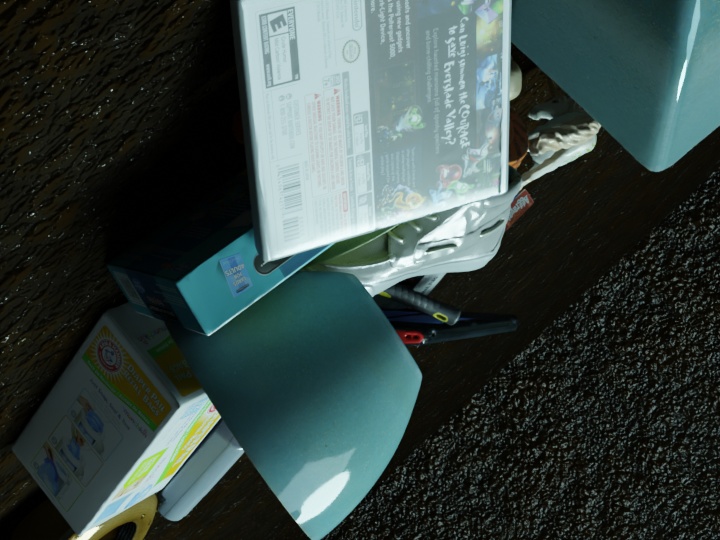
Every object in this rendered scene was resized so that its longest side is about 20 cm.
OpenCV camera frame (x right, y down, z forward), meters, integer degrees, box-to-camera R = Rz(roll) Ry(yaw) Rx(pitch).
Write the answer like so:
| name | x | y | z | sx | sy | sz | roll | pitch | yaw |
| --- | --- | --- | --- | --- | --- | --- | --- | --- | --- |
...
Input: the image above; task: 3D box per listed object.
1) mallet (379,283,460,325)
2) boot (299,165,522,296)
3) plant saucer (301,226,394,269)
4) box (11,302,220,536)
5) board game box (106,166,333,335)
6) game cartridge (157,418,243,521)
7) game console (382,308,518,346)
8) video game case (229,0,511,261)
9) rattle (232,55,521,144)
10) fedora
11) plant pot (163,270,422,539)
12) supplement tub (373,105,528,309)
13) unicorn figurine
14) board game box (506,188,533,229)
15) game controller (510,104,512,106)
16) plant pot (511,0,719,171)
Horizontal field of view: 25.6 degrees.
| name | x | y | z | sx | sy | sz | roll | pitch | yaw |
| --- | --- | --- | --- | --- | --- | --- | --- | --- | --- |
| mallet | 0.000 | 0.000 | 1.363 | 0.066 | 0.199 | 0.041 | 123 | -19 | -53 |
| boot | 0.037 | -0.042 | 1.257 | 0.199 | 0.074 | 0.096 | -13 | 140 | -34 |
| plant saucer | -0.008 | -0.065 | 1.244 | 0.199 | 0.031 | 0.200 | -25 | -160 | 10 |
| box | -0.189 | 0.113 | 1.330 | 0.112 | 0.101 | 0.200 | -26 | 161 | -50 |
| board game box | -0.069 | -0.036 | 1.137 | 0.200 | 0.047 | 0.151 | -36 | -160 | -19 |
| game cartridge | -0.113 | 0.138 | 1.480 | 0.133 | 0.042 | 0.200 | -44 | -173 | 31 |
| game console | 0.031 | 0.051 | 1.492 | 0.176 | 0.031 | 0.200 | -3 | -179 | 32 |
| video game case | 0.012 | -0.111 | 1.011 | 0.181 | 0.023 | 0.201 | -16 | 130 | -16 |
| rattle | 0.008 | -0.165 | 1.079 | 0.199 | 0.131 | 0.143 | -6 | 134 | -8 |
| fedora | -0.299 | 0.277 | 1.617 | 0.200 | 0.082 | 0.201 | -41 | 163 | -15 |
| plant pot | -0.034 | 0.079 | 1.168 | 0.134 | 0.201 | 0.200 | -34 | 167 | -3 |
| supplement tub | 0.056 | -0.068 | 1.399 | 0.122 | 0.123 | 0.200 | -28 | 162 | -47 |
| unicorn figurine | 0.175 | -0.122 | 1.499 | 0.137 | 0.074 | 0.200 | -32 | -162 | -10 |
| board game box | 0.072 | -0.020 | 1.564 | 0.200 | 0.019 | 0.103 | -23 | -165 | 46 |
| game controller | 0.077 | -0.097 | 1.519 | 0.200 | 0.042 | 0.104 | -53 | 178 | 41 |
| plant pot | 0.248 | -0.241 | 1.244 | 0.196 | 0.196 | 0.200 | -37 | 159 | -16 |
